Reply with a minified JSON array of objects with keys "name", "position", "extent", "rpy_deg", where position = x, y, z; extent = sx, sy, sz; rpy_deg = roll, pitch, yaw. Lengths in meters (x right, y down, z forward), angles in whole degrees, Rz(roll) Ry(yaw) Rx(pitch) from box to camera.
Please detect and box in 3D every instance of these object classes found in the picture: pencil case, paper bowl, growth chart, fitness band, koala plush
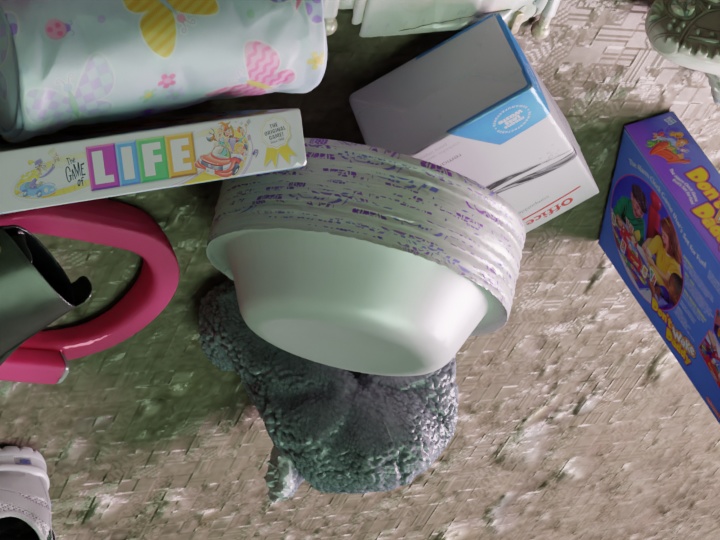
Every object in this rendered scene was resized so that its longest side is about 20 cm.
[{"name":"pencil case","position":[-0.118,-0.127,1.077],"extent":[0.198,0.084,0.091],"rpy_deg":[-13,160,-22]},{"name":"paper bowl","position":[0.000,0.000,1.211],"extent":[0.199,0.105,0.201],"rpy_deg":[12,163,4]},{"name":"growth chart","position":[0.064,-0.198,1.175],"extent":[0.199,0.018,0.145],"rpy_deg":[-5,138,-31]},{"name":"fitness band","position":[-0.209,0.011,1.226],"extent":[0.199,0.038,0.144],"rpy_deg":[10,129,-44]},{"name":"koala plush","position":[-0.010,0.101,1.384],"extent":[0.176,0.185,0.200],"rpy_deg":[-21,157,-12]}]

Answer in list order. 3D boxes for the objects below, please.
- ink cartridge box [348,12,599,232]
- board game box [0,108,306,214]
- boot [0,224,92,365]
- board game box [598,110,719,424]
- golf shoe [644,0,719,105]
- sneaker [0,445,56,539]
[{"name":"ink cartridge box","position":[0.086,-0.075,1.288],"extent":[0.115,0.068,0.200],"rpy_deg":[-28,149,11]},{"name":"board game box","position":[-0.149,-0.064,1.100],"extent":[0.199,0.134,0.035],"rpy_deg":[-10,99,-26]},{"name":"boot","position":[-0.268,-0.007,1.104],"extent":[0.138,0.078,0.200],"rpy_deg":[-36,132,14]},{"name":"board game box","position":[0.251,0.002,1.402],"extent":[0.044,0.201,0.135],"rpy_deg":[-18,145,-17]},{"name":"golf shoe","position":[0.269,-0.146,1.344],"extent":[0.199,0.079,0.097],"rpy_deg":[0,142,-34]},{"name":"sneaker","position":[-0.304,0.176,1.324],"extent":[0.199,0.082,0.075],"rpy_deg":[-10,141,-26]}]
